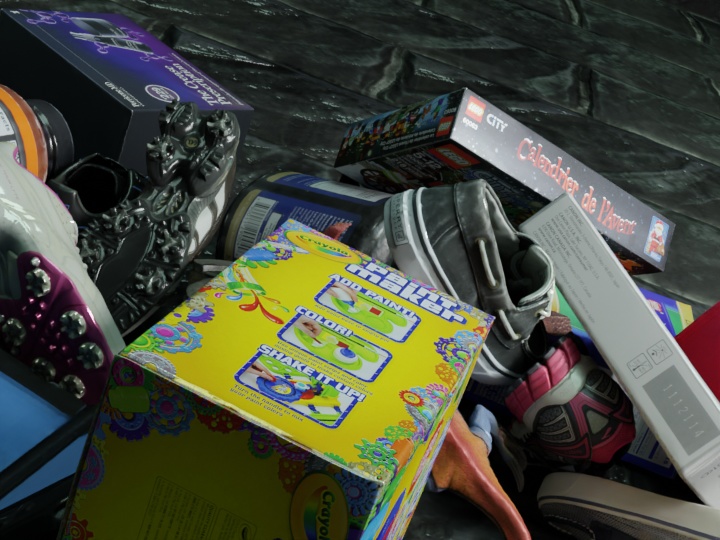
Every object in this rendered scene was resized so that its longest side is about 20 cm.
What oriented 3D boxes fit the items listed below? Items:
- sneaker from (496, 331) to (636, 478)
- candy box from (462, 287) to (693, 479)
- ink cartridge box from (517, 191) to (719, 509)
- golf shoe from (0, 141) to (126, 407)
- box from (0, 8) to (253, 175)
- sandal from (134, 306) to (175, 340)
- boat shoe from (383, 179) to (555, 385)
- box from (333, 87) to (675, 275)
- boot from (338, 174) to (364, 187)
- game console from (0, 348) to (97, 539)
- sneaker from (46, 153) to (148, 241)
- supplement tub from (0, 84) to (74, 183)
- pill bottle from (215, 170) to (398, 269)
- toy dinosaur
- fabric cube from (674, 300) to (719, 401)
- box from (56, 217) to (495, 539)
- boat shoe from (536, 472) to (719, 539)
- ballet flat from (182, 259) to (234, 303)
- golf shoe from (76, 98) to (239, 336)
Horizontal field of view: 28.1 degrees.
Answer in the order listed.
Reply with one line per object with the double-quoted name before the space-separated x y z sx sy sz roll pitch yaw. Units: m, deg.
"sneaker" 0.141 0.105 0.942 0.075 0.081 0.200 47 1 18
"candy box" 0.159 0.057 1.111 0.198 0.078 0.169 21 23 -2
"ink cartridge box" 0.188 0.067 0.910 0.176 0.045 0.201 44 14 -54
"golf shoe" -0.196 -0.006 0.895 0.201 0.075 0.091 52 32 5
"box" -0.212 -0.152 1.254 0.140 0.080 0.199 -11 39 -47
"sandal" -0.060 0.067 0.942 0.199 0.048 0.075 27 24 15
"boat shoe" 0.082 0.013 0.854 0.200 0.070 0.073 44 39 -54
"box" 0.099 -0.051 0.991 0.199 0.038 0.136 28 -19 -28
"boot" 0.062 -0.073 1.307 0.166 0.077 0.201 18 30 -16
"game console" -0.185 0.071 0.745 0.117 0.175 0.200 60 26 -6
"sneaker" -0.178 -0.049 1.057 0.070 0.079 0.200 25 24 9
"supplement tub" -0.289 -0.073 0.984 0.106 0.108 0.199 31 25 23
"pill bottle" 0.000 0.000 0.988 0.111 0.113 0.199 -4 14 -44
"toy dinosaur" 0.031 0.102 0.833 0.182 0.105 0.200 48 -4 32
"fabric cube" 0.359 0.097 0.962 0.198 0.196 0.202 5 57 -32
"box" -0.046 0.111 0.670 0.121 0.202 0.193 24 25 9
"boat shoe" 0.163 0.182 0.859 0.074 0.094 0.199 30 -14 -27
"ballet flat" -0.080 0.027 0.876 0.067 0.047 0.200 7 6 -12
"golf shoe" -0.137 -0.017 0.987 0.077 0.095 0.201 24 63 14
